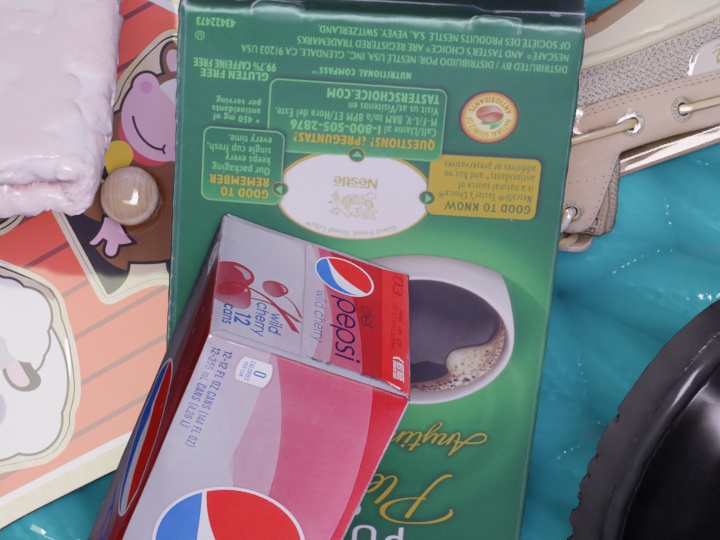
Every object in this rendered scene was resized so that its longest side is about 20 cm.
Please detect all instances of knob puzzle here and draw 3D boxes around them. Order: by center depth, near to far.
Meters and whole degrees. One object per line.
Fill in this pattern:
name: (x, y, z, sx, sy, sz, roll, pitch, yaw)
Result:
knob puzzle: (-0.107, -0.023, 0.845, 0.219, 0.030, 0.221, 0, 85, 3)

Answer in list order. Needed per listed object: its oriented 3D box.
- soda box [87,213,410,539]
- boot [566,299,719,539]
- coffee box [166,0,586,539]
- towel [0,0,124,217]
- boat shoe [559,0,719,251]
soda box: (-0.048, 0.087, 0.763, 0.063, 0.070, 0.200, 18, 121, -11)
boot: (0.145, 0.120, 0.739, 0.157, 0.212, 0.079, 26, 44, 28)
coffee box: (0.000, 0.000, 0.776, 0.122, 0.044, 0.201, 3, 121, -1)
towel: (-0.167, -0.087, 0.798, 0.190, 0.032, 0.200, -3, 46, 4)
boat shoe: (0.063, -0.039, 0.819, 0.199, 0.072, 0.065, -26, 83, -5)
